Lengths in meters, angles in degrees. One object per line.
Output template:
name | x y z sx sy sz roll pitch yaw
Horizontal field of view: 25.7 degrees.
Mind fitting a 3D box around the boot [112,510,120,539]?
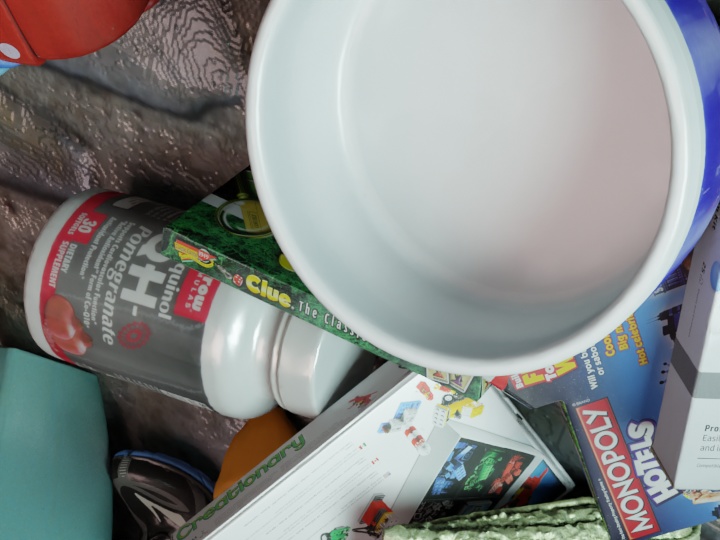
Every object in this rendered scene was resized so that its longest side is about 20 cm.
boot | -0.243 0.255 1.206 0.199 0.068 0.189 -25 101 40

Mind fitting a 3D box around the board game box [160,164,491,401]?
board game box | 0.000 0.000 0.876 0.199 0.105 0.024 24 128 18

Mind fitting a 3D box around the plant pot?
plant pot | -0.256 0.157 1.069 0.141 0.141 0.201 0 75 32

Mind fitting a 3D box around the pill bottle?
pill bottle | -0.093 0.024 0.946 0.199 0.111 0.111 15 124 25

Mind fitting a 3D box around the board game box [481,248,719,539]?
board game box | 0.142 0.032 0.778 0.199 0.062 0.201 -16 117 10

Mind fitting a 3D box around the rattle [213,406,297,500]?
rattle | -0.045 0.211 1.063 0.130 0.143 0.200 -24 132 31

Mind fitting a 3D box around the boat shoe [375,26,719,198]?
boat shoe | 0.104 -0.070 0.741 0.199 0.063 0.072 -15 100 23

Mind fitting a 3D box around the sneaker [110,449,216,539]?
sneaker | -0.121 0.213 1.091 0.070 0.083 0.201 -6 112 39

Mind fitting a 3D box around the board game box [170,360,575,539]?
board game box | 0.008 0.137 0.899 0.200 0.035 0.126 -38 114 1

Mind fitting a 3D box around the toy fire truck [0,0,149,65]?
toy fire truck | -0.110 -0.178 0.811 0.199 0.177 0.129 12 150 20

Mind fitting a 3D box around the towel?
towel | 0.090 0.192 0.897 0.037 0.199 0.149 -115 29 -47

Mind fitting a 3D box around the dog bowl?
dog bowl | 0.054 -0.062 0.670 0.199 0.079 0.201 8 108 27

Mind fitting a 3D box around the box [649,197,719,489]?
box | 0.225 0.004 0.706 0.155 0.041 0.201 2 114 -11

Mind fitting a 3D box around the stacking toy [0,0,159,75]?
stacking toy | -0.197 -0.161 0.931 0.199 0.085 0.086 -12 110 32
